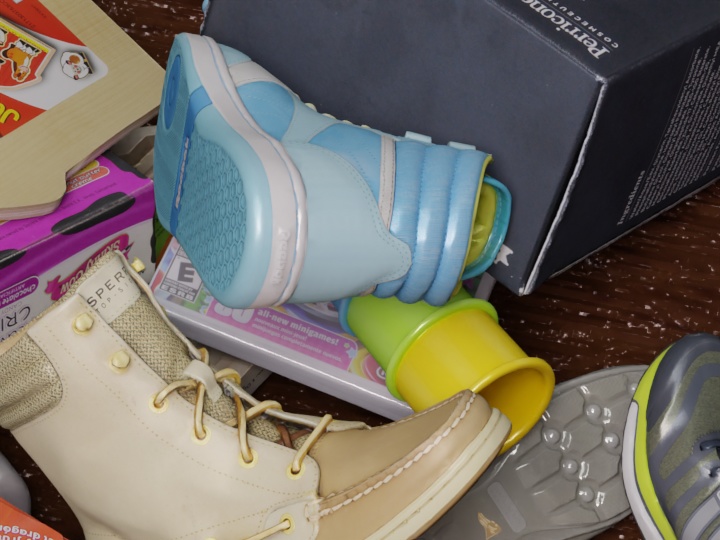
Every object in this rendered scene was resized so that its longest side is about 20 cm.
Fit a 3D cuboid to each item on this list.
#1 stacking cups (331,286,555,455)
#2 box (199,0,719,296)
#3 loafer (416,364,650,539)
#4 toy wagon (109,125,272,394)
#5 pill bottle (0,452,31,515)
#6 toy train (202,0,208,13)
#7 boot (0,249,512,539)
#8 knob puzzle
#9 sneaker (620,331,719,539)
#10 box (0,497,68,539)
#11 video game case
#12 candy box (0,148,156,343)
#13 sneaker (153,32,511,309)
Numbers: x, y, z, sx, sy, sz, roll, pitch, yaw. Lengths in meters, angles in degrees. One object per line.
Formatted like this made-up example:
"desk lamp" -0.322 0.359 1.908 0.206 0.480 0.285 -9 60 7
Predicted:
"stacking cups" 0.000 0.000 1.048 0.060 0.061 0.200 -38 56 -9
"box" 0.072 -0.117 1.079 0.200 0.124 0.197 37 42 23
"loafer" 0.057 0.103 1.052 0.200 0.070 0.070 -30 93 -23
"toy wagon" -0.117 -0.012 1.156 0.200 0.040 0.155 38 76 24
"pill bottle" -0.249 0.070 1.099 0.111 0.111 0.200 -41 65 -10
"toy train" -0.071 -0.213 1.241 0.150 0.056 0.200 15 67 8
"boot" -0.053 0.055 0.961 0.200 0.073 0.156 -29 98 33
"knob puzzle" -0.206 -0.088 1.055 0.219 0.030 0.220 14 49 -17
"sneaker" 0.166 0.116 1.009 0.074 0.081 0.200 5 64 -31
"box" -0.173 0.189 0.960 0.095 0.200 0.100 32 39 -1
"video game case" 0.002 -0.035 1.122 0.143 0.018 0.200 21 60 4
"candy box" -0.207 -0.037 1.092 0.136 0.061 0.200 -28 49 -35
"sneaker" -0.012 -0.038 1.004 0.130 0.080 0.200 4 26 -18
